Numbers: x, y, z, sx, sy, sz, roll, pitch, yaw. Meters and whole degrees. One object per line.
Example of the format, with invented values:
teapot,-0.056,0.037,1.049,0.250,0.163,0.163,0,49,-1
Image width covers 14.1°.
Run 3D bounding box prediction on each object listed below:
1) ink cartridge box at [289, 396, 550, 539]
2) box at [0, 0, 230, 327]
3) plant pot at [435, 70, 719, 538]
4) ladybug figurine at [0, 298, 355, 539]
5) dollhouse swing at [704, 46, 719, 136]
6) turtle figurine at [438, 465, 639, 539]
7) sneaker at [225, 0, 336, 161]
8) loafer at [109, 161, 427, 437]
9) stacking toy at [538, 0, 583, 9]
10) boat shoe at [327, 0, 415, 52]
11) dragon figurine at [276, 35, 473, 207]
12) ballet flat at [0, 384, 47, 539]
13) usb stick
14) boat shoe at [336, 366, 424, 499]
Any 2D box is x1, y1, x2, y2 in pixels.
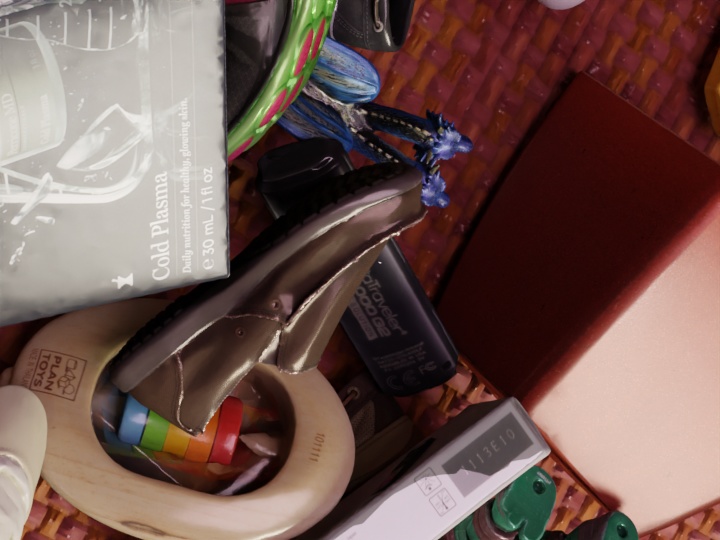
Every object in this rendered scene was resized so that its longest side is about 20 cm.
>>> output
ink cartridge box,-0.001,0.149,1.659,0.200,0.174,0.044,-36,94,-15
box,-0.175,-0.087,1.460,0.196,0.124,0.201,-12,129,-16
plant pot,0.163,0.035,1.716,0.176,0.200,0.200,-44,121,-1
ladybug figurine,-0.103,0.088,1.602,0.199,0.072,0.136,19,68,-6
dollhouse swing,0.339,-0.149,1.786,0.199,0.181,0.177,27,68,-34
turtle figurine,0.067,0.178,1.712,0.149,0.200,0.101,11,62,-32
sneaker,-0.056,-0.154,1.520,0.083,0.077,0.201,18,105,10
loafer,-0.039,0.016,1.543,0.200,0.073,0.071,-36,100,14
stacking toy,0.126,-0.244,1.670,0.145,0.146,0.201,-7,125,-29
boat shoe,0.030,-0.216,1.616,0.201,0.066,0.070,-70,160,3
dragon figurine,-0.027,-0.099,1.609,0.200,0.099,0.059,30,87,-33
ballet flat,-0.214,0.150,1.502,0.069,0.069,0.200,42,74,-32
usb stick,0.000,0.000,1.631,0.055,0.033,0.200,-19,134,12
boat shoe,-0.059,0.120,1.676,0.199,0.072,0.072,-30,85,-20
